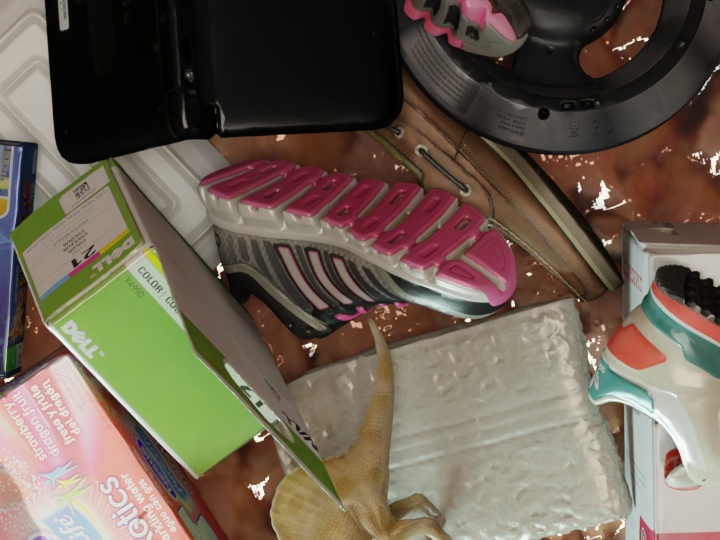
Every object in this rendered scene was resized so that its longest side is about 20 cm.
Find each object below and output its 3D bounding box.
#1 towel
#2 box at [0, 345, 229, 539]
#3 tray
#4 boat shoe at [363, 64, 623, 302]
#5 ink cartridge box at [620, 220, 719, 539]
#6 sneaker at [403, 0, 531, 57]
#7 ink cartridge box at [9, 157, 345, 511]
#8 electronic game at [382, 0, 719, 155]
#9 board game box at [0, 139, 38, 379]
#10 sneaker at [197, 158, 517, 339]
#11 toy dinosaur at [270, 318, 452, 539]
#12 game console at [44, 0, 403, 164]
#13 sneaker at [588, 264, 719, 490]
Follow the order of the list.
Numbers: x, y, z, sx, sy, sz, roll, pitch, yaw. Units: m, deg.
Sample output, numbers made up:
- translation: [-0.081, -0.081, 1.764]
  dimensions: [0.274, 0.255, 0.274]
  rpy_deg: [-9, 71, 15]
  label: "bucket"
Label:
- translation: [0.048, 0.101, 1.580]
  dimensions: [0.200, 0.034, 0.133]
  rpy_deg: [-16, 92, 22]
  label: "towel"
- translation: [-0.144, 0.147, 1.582]
  dimensions: [0.095, 0.103, 0.200]
  rpy_deg: [-33, 95, 5]
  label: "box"
- translation: [-0.156, -0.069, 1.599]
  dimensions: [0.107, 0.022, 0.200]
  rpy_deg: [-43, 93, 5]
  label: "tray"
- translation: [0.064, -0.050, 1.573]
  dimensions: [0.068, 0.072, 0.200]
  rpy_deg: [-42, 82, 5]
  label: "boat shoe"
- translation: [0.192, 0.076, 1.541]
  dimensions: [0.083, 0.145, 0.200]
  rpy_deg: [-1, 96, 0]
  label: "ink cartridge box"
- translation: [0.035, -0.208, 1.492]
  dimensions: [0.095, 0.079, 0.200]
  rpy_deg: [-40, 93, -22]
  label: "sneaker"
- translation: [-0.101, 0.051, 1.498]
  dimensions: [0.076, 0.200, 0.148]
  rpy_deg: [-36, 126, 5]
  label: "ink cartridge box"
- translation: [0.110, -0.161, 1.549]
  dimensions: [0.200, 0.042, 0.200]
  rpy_deg: [1, 76, -5]
  label: "electronic game"
- translation: [-0.289, -0.016, 1.589]
  dimensions: [0.200, 0.034, 0.135]
  rpy_deg: [7, 97, 9]
  label: "board game box"
- translation: [0.000, 0.000, 1.546]
  dimensions: [0.200, 0.074, 0.087]
  rpy_deg: [15, 125, 28]
  label: "sneaker"
- translation: [0.002, 0.132, 1.531]
  dimensions: [0.101, 0.058, 0.200]
  rpy_deg: [30, 78, -14]
  label: "toy dinosaur"
- translation: [-0.083, -0.166, 1.550]
  dimensions: [0.176, 0.116, 0.200]
  rpy_deg: [-11, 81, 46]
  label: "game console"
- translation: [0.208, 0.086, 1.444]
  dimensions: [0.200, 0.070, 0.093]
  rpy_deg: [36, 109, -11]
  label: "sneaker"
